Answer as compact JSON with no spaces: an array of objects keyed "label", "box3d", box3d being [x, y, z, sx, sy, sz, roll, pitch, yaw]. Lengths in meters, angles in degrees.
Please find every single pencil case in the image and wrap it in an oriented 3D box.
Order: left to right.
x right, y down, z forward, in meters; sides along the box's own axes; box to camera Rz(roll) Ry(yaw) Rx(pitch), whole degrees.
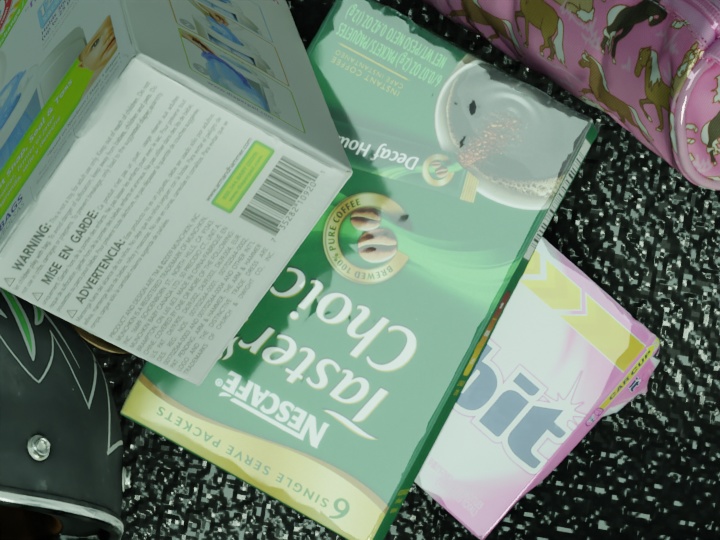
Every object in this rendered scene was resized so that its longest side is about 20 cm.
[{"label":"pencil case","box3d":[0.100,-0.108,1.217,0.200,0.086,0.083,39,111,41]}]

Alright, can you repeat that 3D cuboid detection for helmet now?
[{"label":"helmet","box3d":[-0.191,0.084,1.222,0.199,0.200,0.192,26,103,4]}]

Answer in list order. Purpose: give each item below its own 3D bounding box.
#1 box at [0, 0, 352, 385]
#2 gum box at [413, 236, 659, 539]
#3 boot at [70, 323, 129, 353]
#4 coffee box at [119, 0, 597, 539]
[{"label":"box","box3d":[-0.089,-0.065,1.191,0.101,0.200,0.113,28,111,-25]},{"label":"gum box","box3d":[0.024,0.014,1.274,0.200,0.066,0.114,41,92,4]},{"label":"boot","box3d":[-0.156,-0.041,1.271,0.200,0.075,0.074,42,93,-4]},{"label":"coffee box","box3d":[0.000,0.000,1.220,0.122,0.044,0.201,29,92,6]}]
